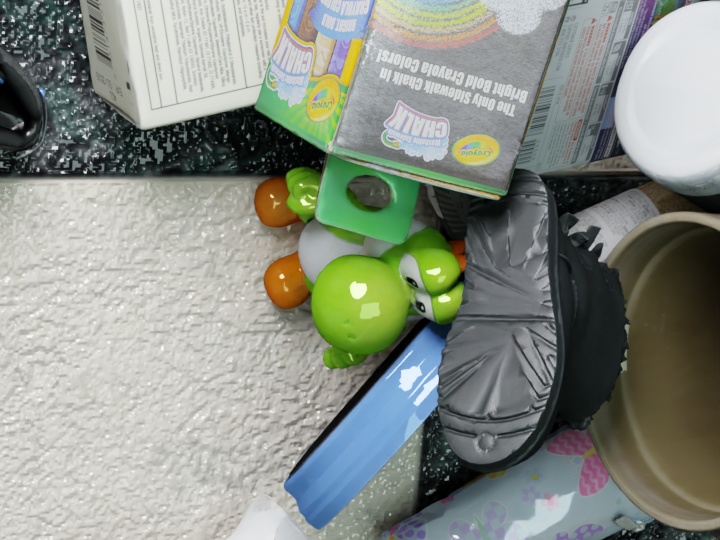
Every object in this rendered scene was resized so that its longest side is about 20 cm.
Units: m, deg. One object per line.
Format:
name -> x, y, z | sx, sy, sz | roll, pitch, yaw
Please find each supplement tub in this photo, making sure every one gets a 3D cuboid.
supplement tub -> 0.263, -0.086, 1.435 | 0.200, 0.122, 0.123 | 25, 95, -48

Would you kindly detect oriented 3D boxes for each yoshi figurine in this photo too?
yoshi figurine -> -0.014, 0.000, 1.383 | 0.112, 0.200, 0.112 | 32, 85, -31

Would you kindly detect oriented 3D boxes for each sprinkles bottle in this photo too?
sprinkles bottle -> 0.179, -0.017, 1.535 | 0.199, 0.068, 0.069 | -24, 112, -15

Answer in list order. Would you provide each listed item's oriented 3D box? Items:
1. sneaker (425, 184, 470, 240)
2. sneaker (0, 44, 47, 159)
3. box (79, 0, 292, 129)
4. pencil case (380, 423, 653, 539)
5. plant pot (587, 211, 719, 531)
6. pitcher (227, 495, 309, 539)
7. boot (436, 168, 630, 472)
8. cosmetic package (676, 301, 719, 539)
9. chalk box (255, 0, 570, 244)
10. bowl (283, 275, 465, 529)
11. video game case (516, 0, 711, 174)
sneaker -> 0.085, -0.105, 1.459 | 0.066, 0.090, 0.201 | -4, 106, -20
sneaker -> -0.263, -0.138, 1.294 | 0.199, 0.112, 0.073 | 33, 90, -26
box -> -0.068, -0.178, 1.365 | 0.199, 0.109, 0.129 | -15, 110, -19
pencil case -> 0.113, 0.178, 1.553 | 0.199, 0.083, 0.091 | -29, 91, -12
plant pot -> 0.267, 0.061, 1.432 | 0.173, 0.200, 0.201 | -1, 106, -37
pitcher -> -0.128, 0.259, 1.460 | 0.199, 0.121, 0.173 | -23, 127, -27
boot -> 0.110, 0.050, 1.338 | 0.163, 0.073, 0.200 | 49, 41, -56
cosmetic package -> 0.258, 0.094, 1.581 | 0.071, 0.101, 0.201 | -24, 112, -13
chalk box -> 0.026, -0.119, 1.294 | 0.124, 0.124, 0.201 | 14, 101, -27
bowl -> 0.024, 0.081, 1.435 | 0.039, 0.201, 0.201 | 42, 86, 1
video game case -> 0.174, -0.155, 1.413 | 0.181, 0.023, 0.201 | -13, 134, -32
